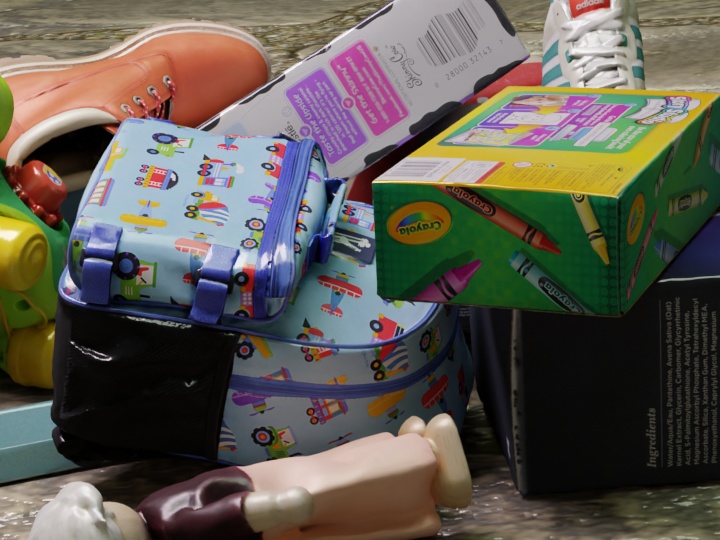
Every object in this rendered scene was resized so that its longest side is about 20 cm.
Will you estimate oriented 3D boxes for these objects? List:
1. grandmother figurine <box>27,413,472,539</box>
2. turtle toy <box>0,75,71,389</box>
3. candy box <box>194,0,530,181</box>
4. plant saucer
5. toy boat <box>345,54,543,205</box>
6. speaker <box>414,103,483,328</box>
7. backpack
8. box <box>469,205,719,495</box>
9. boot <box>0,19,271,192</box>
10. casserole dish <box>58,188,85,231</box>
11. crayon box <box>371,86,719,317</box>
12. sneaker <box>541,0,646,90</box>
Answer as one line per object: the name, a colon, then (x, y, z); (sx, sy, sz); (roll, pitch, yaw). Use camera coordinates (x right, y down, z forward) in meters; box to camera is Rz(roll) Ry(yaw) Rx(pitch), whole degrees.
grandmother figurine: (-0.052, 0.107, 1.013); (0.198, 0.061, 0.121); (-12, -10, -20)
turtle toy: (-0.218, -0.030, 1.272); (0.145, 0.201, 0.101); (13, 46, 23)
candy box: (-0.014, -0.091, 1.323); (0.199, 0.072, 0.168); (-34, 3, -5)
plant saucer: (-0.147, 0.082, 1.180); (0.198, 0.019, 0.070); (-10, 18, -22)
toy boat: (0.088, -0.056, 1.487); (0.199, 0.131, 0.131); (-18, 52, -41)
speaker: (0.063, -0.036, 1.306); (0.080, 0.082, 0.200); (-1, 17, 5)
backpack: (-0.040, 0.018, 1.140); (0.198, 0.136, 0.183); (10, 30, 7)
box: (0.161, 0.032, 1.142); (0.198, 0.105, 0.148); (-4, 17, -5)
boot: (-0.134, -0.092, 1.380); (0.198, 0.076, 0.107); (-15, 29, -21)
casserole dish: (-0.232, -0.027, 1.411); (0.199, 0.039, 0.121); (-23, 27, -8)
crayon box: (0.096, -0.038, 1.100); (0.118, 0.059, 0.200); (4, 18, 22)
sneaker: (0.138, -0.128, 1.394); (0.070, 0.094, 0.200); (-8, 29, 8)
